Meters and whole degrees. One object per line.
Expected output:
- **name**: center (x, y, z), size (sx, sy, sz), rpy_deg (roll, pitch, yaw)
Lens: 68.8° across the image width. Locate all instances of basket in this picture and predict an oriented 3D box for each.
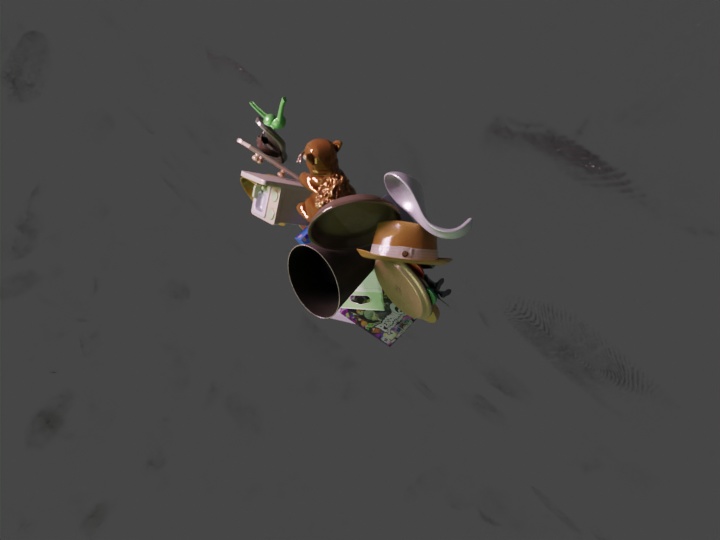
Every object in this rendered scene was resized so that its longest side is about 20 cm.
- **basket**: center (-0.055, -0.010, 1.260), size (0.135, 0.200, 0.181), rpy_deg (-13, 104, 37)

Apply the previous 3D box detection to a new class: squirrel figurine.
- **squirrel figurine**: center (-0.063, -0.191, 1.168), size (0.200, 0.141, 0.187), rpy_deg (53, 156, 42)

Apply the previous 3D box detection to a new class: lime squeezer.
- **lime squeezer**: center (-0.216, -0.372, 1.261), size (0.200, 0.038, 0.071), rpy_deg (23, 153, 55)

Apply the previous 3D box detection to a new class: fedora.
- **fedora**: center (0.093, -0.058, 1.079), size (0.199, 0.082, 0.201), rpy_deg (5, -176, 0)

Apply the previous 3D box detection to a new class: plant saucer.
- **plant saucer**: center (-0.014, -0.101, 1.107), size (0.200, 0.199, 0.030), rpy_deg (81, 178, -65)

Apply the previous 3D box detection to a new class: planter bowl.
- **planter bowl**: center (-0.280, -0.242, 1.665), size (0.200, 0.083, 0.201), rpy_deg (41, 164, 15)

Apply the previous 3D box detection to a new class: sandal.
- **sandal**: center (-0.236, -0.325, 1.376), size (0.080, 0.057, 0.201), rpy_deg (46, 170, 13)

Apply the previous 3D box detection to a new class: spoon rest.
- **spoon rest**: center (0.119, -0.124, 1.017), size (0.200, 0.061, 0.100), rpy_deg (37, 162, 23)

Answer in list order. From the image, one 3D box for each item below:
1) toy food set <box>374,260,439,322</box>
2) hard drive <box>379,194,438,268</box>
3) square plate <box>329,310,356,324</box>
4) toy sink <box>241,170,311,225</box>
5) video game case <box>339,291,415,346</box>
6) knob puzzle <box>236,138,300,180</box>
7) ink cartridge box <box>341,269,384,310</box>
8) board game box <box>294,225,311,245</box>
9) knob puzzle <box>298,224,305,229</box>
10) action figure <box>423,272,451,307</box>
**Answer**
- **toy food set**: center (0.107, 0.032, 1.251), size (0.200, 0.049, 0.199), rpy_deg (39, 156, 36)
- **hard drive**: center (0.090, -0.088, 1.211), size (0.200, 0.042, 0.135), rpy_deg (49, 164, -13)
- **square plate**: center (-0.009, 0.124, 1.730), size (0.197, 0.029, 0.200), rpy_deg (13, -161, -5)
- **toy sink**: center (-0.216, -0.187, 1.412), size (0.199, 0.113, 0.130), rpy_deg (3, -164, -42)
- **video game case**: center (0.068, 0.096, 1.454), size (0.181, 0.200, 0.036), rpy_deg (35, -150, -8)
- **knob puzzle**: center (-0.257, -0.297, 1.446), size (0.219, 0.031, 0.220), rpy_deg (32, -175, -3)
- **ink cartridge box**: center (0.000, 0.000, 1.384), size (0.145, 0.048, 0.201), rpy_deg (1, 108, 31)
- **board game box**: center (-0.062, -0.065, 1.447), size (0.200, 0.152, 0.045), rpy_deg (52, 162, -27)
- **knob puzzle**: center (-0.175, -0.143, 1.725), size (0.219, 0.030, 0.220), rpy_deg (41, 164, 14)
- **action figure**: center (0.143, 0.017, 1.327), size (0.200, 0.055, 0.118), rpy_deg (30, 160, 52)
